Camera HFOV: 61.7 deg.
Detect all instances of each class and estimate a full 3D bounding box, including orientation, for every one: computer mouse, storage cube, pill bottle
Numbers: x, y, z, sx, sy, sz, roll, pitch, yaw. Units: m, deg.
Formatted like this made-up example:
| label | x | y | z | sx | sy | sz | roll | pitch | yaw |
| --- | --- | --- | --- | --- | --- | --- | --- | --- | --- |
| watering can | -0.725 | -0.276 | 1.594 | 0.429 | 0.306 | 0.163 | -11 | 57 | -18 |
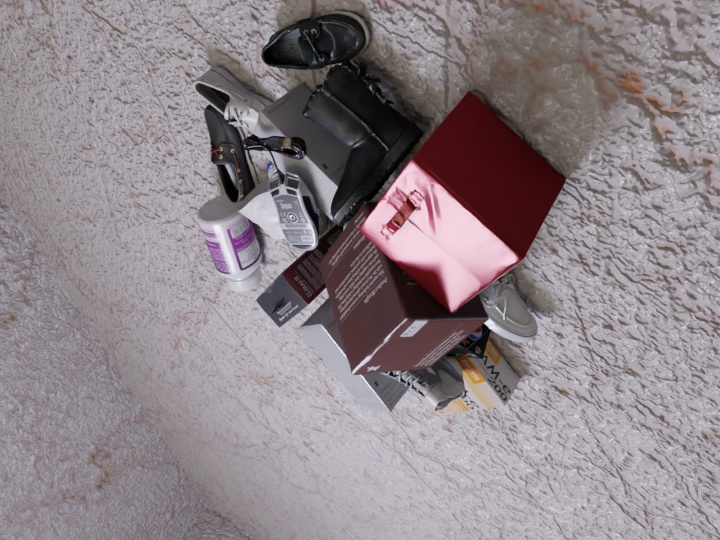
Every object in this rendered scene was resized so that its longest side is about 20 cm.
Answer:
| label | x | y | z | sx | sy | sz | roll | pitch | yaw |
| --- | --- | --- | --- | --- | --- | --- | --- | --- | --- |
| computer mouse | -0.112 | -0.126 | 0.966 | 0.107 | 0.044 | 0.204 | 3 | 127 | 27 |
| storage cube | 0.134 | -0.086 | 0.809 | 0.179 | 0.201 | 0.171 | 40 | 143 | -2 |
| pill bottle | -0.283 | -0.056 | 1.345 | 0.110 | 0.112 | 0.204 | 18 | 136 | 33 |

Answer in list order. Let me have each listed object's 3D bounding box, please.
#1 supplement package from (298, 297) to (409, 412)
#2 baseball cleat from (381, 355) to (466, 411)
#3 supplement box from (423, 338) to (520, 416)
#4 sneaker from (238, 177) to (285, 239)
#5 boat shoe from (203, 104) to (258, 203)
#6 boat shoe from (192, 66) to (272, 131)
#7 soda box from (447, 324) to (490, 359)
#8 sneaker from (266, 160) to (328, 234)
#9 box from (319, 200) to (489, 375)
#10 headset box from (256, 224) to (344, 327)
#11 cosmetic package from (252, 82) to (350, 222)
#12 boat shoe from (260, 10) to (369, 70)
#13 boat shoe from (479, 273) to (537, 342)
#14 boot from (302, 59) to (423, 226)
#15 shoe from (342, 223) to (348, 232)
| label | x | y | z | sx | sy | sz | roll | pitch | yaw |
| --- | --- | --- | --- | --- | --- | --- | --- | --- | --- |
| supplement package | 0.004 | 0.137 | 1.081 | 0.201 | 0.117 | 0.117 | 51 | 156 | -11 |
| baseball cleat | 0.092 | 0.171 | 0.994 | 0.195 | 0.108 | 0.071 | 12 | 128 | -19 |
| supplement box | 0.184 | 0.196 | 1.136 | 0.127 | 0.074 | 0.199 | 50 | 145 | -7 |
| sneaker | -0.143 | -0.130 | 1.177 | 0.115 | 0.075 | 0.198 | 41 | 142 | -23 |
| boat shoe | -0.265 | -0.232 | 1.200 | 0.073 | 0.063 | 0.205 | 15 | 133 | 40 |
| boat shoe | -0.218 | -0.292 | 1.085 | 0.199 | 0.066 | 0.072 | 42 | 145 | 8 |
| soda box | 0.138 | 0.108 | 1.059 | 0.070 | 0.065 | 0.199 | 30 | 162 | -23 |
| sneaker | -0.106 | -0.113 | 1.076 | 0.086 | 0.076 | 0.201 | 65 | -174 | 36 |
| box | 0.059 | 0.028 | 0.927 | 0.166 | 0.161 | 0.204 | -47 | 52 | 43 |
| headset box | -0.102 | 0.013 | 1.146 | 0.077 | 0.200 | 0.148 | 47 | 144 | -4 |
| cosmetic package | -0.070 | -0.194 | 0.989 | 0.199 | 0.113 | 0.081 | 43 | 145 | 1 |
| boat shoe | -0.076 | -0.334 | 0.895 | 0.196 | 0.066 | 0.076 | 15 | 135 | 37 |
| boat shoe | 0.209 | 0.020 | 0.948 | 0.202 | 0.074 | 0.087 | 46 | 143 | 17 |
| boot | -0.020 | -0.191 | 0.886 | 0.162 | 0.073 | 0.199 | 43 | 102 | 6 |
| shoe | 0.000 | 0.000 | 1.081 | 0.068 | 0.054 | 0.204 | -2 | 124 | 18 |
